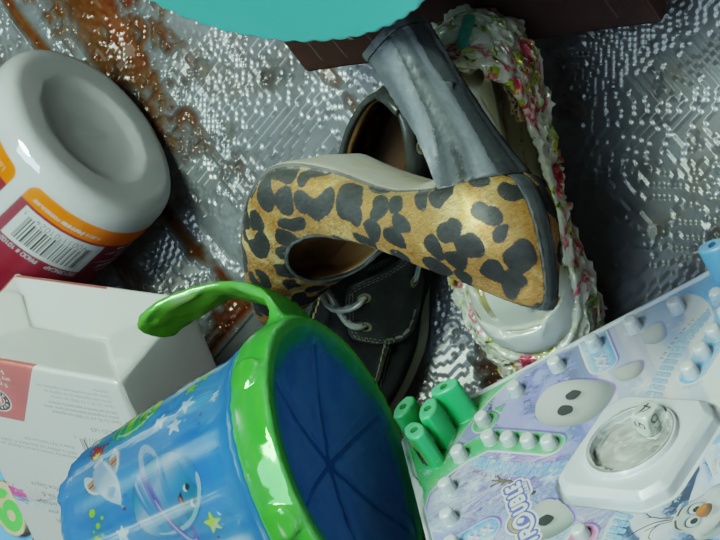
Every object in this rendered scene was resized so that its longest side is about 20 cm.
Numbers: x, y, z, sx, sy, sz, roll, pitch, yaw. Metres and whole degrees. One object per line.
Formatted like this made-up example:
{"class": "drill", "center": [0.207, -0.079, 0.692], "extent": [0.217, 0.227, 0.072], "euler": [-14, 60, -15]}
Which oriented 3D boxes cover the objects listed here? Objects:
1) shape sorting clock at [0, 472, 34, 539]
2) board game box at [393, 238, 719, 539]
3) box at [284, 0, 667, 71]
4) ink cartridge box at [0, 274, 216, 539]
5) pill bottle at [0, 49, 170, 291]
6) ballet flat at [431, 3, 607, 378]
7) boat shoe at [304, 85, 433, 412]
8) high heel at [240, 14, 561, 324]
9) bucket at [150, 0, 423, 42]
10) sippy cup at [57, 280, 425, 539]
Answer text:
{"class": "shape sorting clock", "center": [-0.228, 0.188, 1.399], "extent": [0.199, 0.039, 0.201], "euler": [2, 94, 33]}
{"class": "board game box", "center": [0.114, 0.071, 1.049], "extent": [0.199, 0.200, 0.026], "euler": [-28, 119, 8]}
{"class": "box", "center": [0.039, -0.157, 1.152], "extent": [0.199, 0.100, 0.075], "euler": [-7, 53, 34]}
{"class": "ink cartridge box", "center": [-0.116, 0.104, 1.271], "extent": [0.116, 0.068, 0.201], "euler": [8, 133, 33]}
{"class": "pill bottle", "center": [-0.202, -0.015, 1.324], "extent": [0.200, 0.113, 0.113], "euler": [-40, 72, 28]}
{"class": "ballet flat", "center": [0.063, -0.021, 1.140], "extent": [0.075, 0.064, 0.201], "euler": [-11, 107, 19]}
{"class": "boat shoe", "center": [0.000, 0.000, 1.219], "extent": [0.072, 0.067, 0.201], "euler": [30, 112, 27]}
{"class": "high heel", "center": [0.013, 0.004, 1.104], "extent": [0.143, 0.071, 0.200], "euler": [60, 140, 24]}
{"class": "bucket", "center": [-0.033, -0.199, 1.022], "extent": [0.206, 0.207, 0.135], "euler": [-5, 52, 34]}
{"class": "sippy cup", "center": [-0.059, 0.105, 1.119], "extent": [0.130, 0.178, 0.140], "euler": [-23, 124, 22]}
